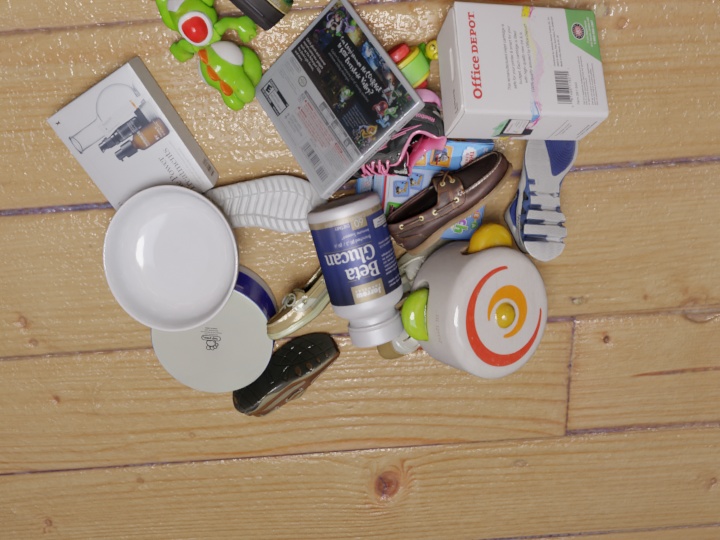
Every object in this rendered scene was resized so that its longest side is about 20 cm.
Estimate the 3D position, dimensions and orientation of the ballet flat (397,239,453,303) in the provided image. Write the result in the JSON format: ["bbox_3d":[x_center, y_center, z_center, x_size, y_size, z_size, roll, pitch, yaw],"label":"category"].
[{"bbox_3d":[0.068,0.021,1.065,0.198,0.070,0.070,-35,112,15],"label":"ballet flat"}]

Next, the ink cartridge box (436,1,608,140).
[{"bbox_3d":[0.203,-0.252,0.870,0.194,0.084,0.149,-1,78,-12],"label":"ink cartridge box"}]

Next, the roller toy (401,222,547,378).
[{"bbox_3d":[0.175,0.053,0.979,0.183,0.139,0.201,45,75,-24],"label":"roller toy"}]

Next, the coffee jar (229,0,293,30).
[{"bbox_3d":[-0.091,-0.405,0.838,0.200,0.086,0.103,-44,128,18],"label":"coffee jar"}]

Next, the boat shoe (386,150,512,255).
[{"bbox_3d":[0.122,-0.103,0.960,0.199,0.071,0.070,-40,114,17],"label":"boat shoe"}]

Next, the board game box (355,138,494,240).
[{"bbox_3d":[0.090,-0.126,1.009,0.194,0.037,0.155,4,116,-2],"label":"board game box"}]

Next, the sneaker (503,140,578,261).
[{"bbox_3d":[0.254,-0.114,0.997,0.078,0.115,0.205,8,87,-8],"label":"sneaker"}]

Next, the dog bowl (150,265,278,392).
[{"bbox_3d":[-0.231,0.091,1.086,0.194,0.079,0.205,0,116,-1],"label":"dog bowl"}]

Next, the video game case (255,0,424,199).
[{"bbox_3d":[-0.036,-0.231,0.898,0.181,0.023,0.202,-40,70,18],"label":"video game case"}]

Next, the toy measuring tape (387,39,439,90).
[{"bbox_3d":[0.029,-0.250,0.929,0.197,0.074,0.074,-32,113,13],"label":"toy measuring tape"}]

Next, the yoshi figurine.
[{"bbox_3d":[-0.196,-0.311,0.898,0.111,0.112,0.203,-34,101,-28],"label":"yoshi figurine"}]

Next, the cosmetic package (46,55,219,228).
[{"bbox_3d":[-0.322,-0.174,0.971,0.148,0.052,0.202,-27,114,14],"label":"cosmetic package"}]

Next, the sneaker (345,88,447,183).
[{"bbox_3d":[0.031,-0.159,0.912,0.197,0.097,0.079,-29,150,13],"label":"sneaker"}]

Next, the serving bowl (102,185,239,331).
[{"bbox_3d":[-0.263,-0.019,0.973,0.194,0.066,0.206,0,97,4],"label":"serving bowl"}]

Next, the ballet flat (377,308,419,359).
[{"bbox_3d":[0.095,0.083,1.097,0.068,0.063,0.201,33,111,-18],"label":"ballet flat"}]

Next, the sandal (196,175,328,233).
[{"bbox_3d":[-0.145,-0.101,1.013,0.197,0.050,0.085,1,100,-3],"label":"sandal"}]

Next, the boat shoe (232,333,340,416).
[{"bbox_3d":[-0.121,0.179,1.143,0.197,0.077,0.074,-31,142,4],"label":"boat shoe"}]

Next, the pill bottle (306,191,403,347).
[{"bbox_3d":[0.000,0.000,0.970,0.108,0.111,0.205,-15,102,6],"label":"pill bottle"}]

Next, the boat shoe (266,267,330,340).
[{"bbox_3d":[-0.072,0.026,1.040,0.199,0.073,0.064,-38,105,-7],"label":"boat shoe"}]
